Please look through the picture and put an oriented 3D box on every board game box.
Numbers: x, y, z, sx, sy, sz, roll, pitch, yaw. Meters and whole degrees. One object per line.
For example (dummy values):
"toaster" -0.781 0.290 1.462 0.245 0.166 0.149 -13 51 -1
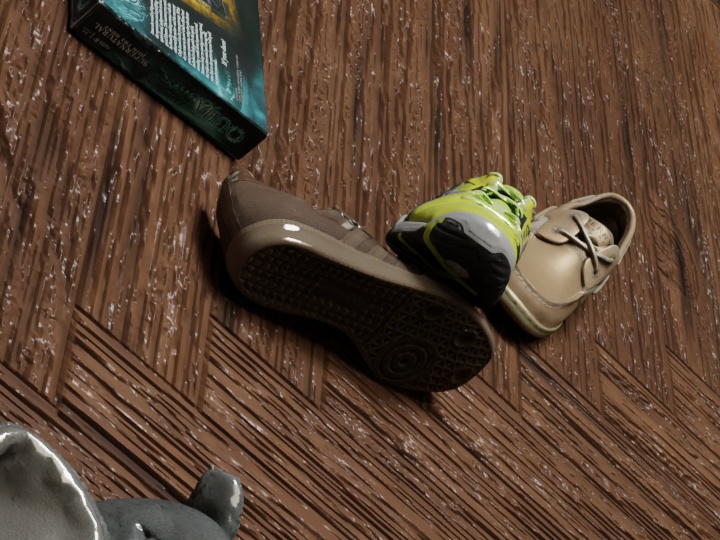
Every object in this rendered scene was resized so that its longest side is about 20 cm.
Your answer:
"board game box" -0.114 -0.169 1.562 0.135 0.028 0.201 38 28 -30

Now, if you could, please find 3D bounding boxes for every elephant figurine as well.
"elephant figurine" -0.137 0.129 0.987 0.199 0.142 0.155 23 4 -22

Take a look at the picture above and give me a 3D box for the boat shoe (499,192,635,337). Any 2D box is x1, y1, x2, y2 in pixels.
"boat shoe" 0.134 -0.013 1.749 0.071 0.064 0.200 51 23 -1

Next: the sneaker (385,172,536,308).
"sneaker" 0.063 -0.025 1.533 0.075 0.077 0.200 37 -3 -2

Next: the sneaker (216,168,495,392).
"sneaker" 0.000 0.000 1.478 0.200 0.070 0.076 31 29 -41
